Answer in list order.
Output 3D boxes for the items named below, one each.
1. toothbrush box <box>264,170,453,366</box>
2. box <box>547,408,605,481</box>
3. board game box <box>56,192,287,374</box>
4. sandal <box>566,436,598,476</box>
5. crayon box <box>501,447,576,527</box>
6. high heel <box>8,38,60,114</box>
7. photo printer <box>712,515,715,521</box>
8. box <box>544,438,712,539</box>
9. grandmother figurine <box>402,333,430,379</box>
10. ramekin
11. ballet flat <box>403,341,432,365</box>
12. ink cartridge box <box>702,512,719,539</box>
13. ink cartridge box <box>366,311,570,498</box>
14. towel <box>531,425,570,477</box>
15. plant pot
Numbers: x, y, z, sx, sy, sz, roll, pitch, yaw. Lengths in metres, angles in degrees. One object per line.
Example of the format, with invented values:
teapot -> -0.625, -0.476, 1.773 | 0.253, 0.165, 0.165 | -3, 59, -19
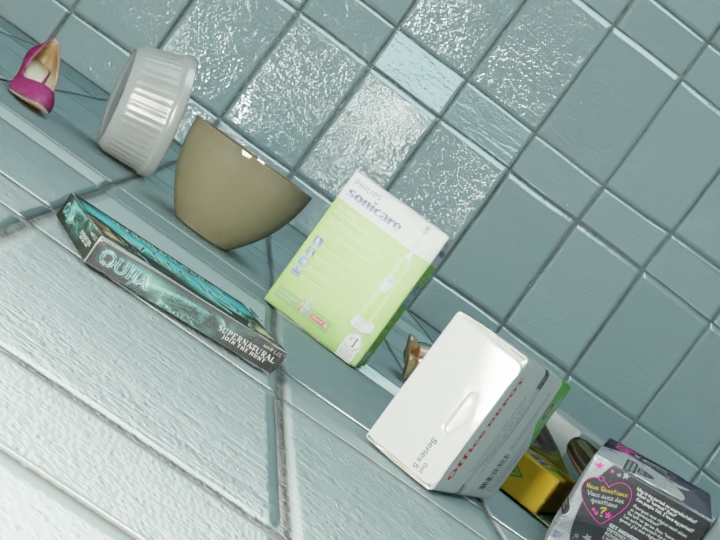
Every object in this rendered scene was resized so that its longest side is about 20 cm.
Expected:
toothbrush box -> 0.000, 0.000, 1.559 | 0.146, 0.200, 0.086 | 36, 3, 9
box -> 0.270, 0.250, 1.751 | 0.124, 0.098, 0.200 | 38, 3, 34
board game box -> -0.165, 0.011, 1.080 | 0.200, 0.028, 0.135 | 35, 2, -30
sandal -> 0.282, 0.286, 1.424 | 0.082, 0.055, 0.200 | 5, 55, -63
crayon box -> 0.180, 0.228, 1.461 | 0.200, 0.052, 0.126 | 38, 3, 23
high heel -> -0.464, -0.290, 1.825 | 0.067, 0.096, 0.200 | 35, 2, -22
photo printer -> 0.409, 0.348, 1.630 | 0.200, 0.070, 0.166 | 24, 17, -20
box -> 0.278, 0.256, 1.277 | 0.132, 0.115, 0.200 | 30, 4, 15
grandmother figurine -> 0.162, 0.147, 1.777 | 0.200, 0.061, 0.121 | 11, 50, -5
ramekin -> -0.331, -0.252, 1.905 | 0.094, 0.203, 0.202 | 23, 7, -19
ballet flat -> 0.133, 0.169, 1.872 | 0.200, 0.073, 0.073 | 28, 5, -22
ink cartridge box -> 0.420, 0.323, 1.297 | 0.146, 0.200, 0.084 | 36, 6, 20
ink cartridge box -> 0.108, 0.133, 1.174 | 0.084, 0.146, 0.200 | 37, 2, 24
towel -> 0.188, 0.195, 1.552 | 0.144, 0.023, 0.200 | 26, -27, 45
plant pot -> -0.188, -0.108, 1.763 | 0.200, 0.135, 0.200 | 36, 2, -1
